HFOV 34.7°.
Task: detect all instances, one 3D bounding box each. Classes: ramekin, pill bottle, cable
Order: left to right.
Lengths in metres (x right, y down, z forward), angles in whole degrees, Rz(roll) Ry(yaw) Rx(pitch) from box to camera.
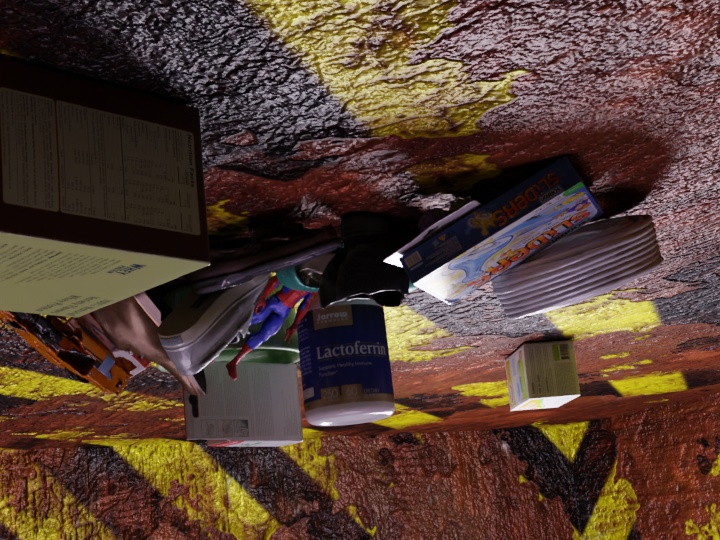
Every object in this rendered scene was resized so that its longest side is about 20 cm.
[{"bbox_3d":[-0.179,0.077,1.562,0.200,0.098,0.200,-6,166,-1],"label":"ramekin"},{"bbox_3d":[-0.023,0.092,1.472,0.116,0.200,0.116,-7,166,-2],"label":"pill bottle"},{"bbox_3d":[0.248,-0.005,1.329,0.200,0.069,0.200,-21,-177,-20],"label":"cable"}]

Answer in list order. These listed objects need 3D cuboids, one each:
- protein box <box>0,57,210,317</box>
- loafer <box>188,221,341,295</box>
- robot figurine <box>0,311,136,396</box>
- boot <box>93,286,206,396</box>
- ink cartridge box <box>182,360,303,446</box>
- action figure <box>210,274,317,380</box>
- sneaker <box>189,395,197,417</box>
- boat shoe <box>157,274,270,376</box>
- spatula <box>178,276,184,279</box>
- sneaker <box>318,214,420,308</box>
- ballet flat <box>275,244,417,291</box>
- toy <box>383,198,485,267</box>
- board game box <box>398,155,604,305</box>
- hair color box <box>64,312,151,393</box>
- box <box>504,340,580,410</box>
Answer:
[{"bbox_3d":[-0.259,-0.056,0.912,0.198,0.135,0.200,-19,160,42],"label":"protein box"},{"bbox_3d":[-0.115,-0.024,1.264,0.200,0.063,0.072,-18,178,31],"label":"loafer"},{"bbox_3d":[-0.367,0.072,1.375,0.145,0.058,0.200,9,148,53],"label":"robot figurine"},{"bbox_3d":[-0.254,0.083,1.404,0.075,0.074,0.200,-27,121,5],"label":"boot"},{"bbox_3d":[-0.168,0.178,1.538,0.200,0.109,0.050,8,160,-44],"label":"ink cartridge box"},{"bbox_3d":[-0.105,0.050,1.422,0.065,0.200,0.052,40,-172,-24],"label":"action figure"},{"bbox_3d":[-0.214,0.155,1.680,0.088,0.200,0.074,-20,173,-41],"label":"sneaker"},{"bbox_3d":[-0.164,0.054,1.349,0.070,0.072,0.201,0,-153,30],"label":"boat shoe"},{"bbox_3d":[-0.245,-0.010,1.333,0.056,0.021,0.200,18,177,16],"label":"spatula"},{"bbox_3d":[0.034,-0.004,1.303,0.200,0.104,0.060,8,160,-43],"label":"sneaker"},{"bbox_3d":[0.000,0.000,1.370,0.200,0.067,0.070,0,179,-16],"label":"ballet flat"},{"bbox_3d":[0.101,-0.044,1.261,0.115,0.047,0.200,-34,159,17],"label":"toy"},{"bbox_3d":[0.152,-0.038,1.217,0.200,0.034,0.135,-32,160,13],"label":"board game box"},{"bbox_3d":[-0.330,0.090,1.514,0.064,0.111,0.200,-49,-170,-30],"label":"hair color box"},{"bbox_3d":[0.359,0.212,2.295,0.101,0.113,0.200,-4,167,-4],"label":"box"}]
